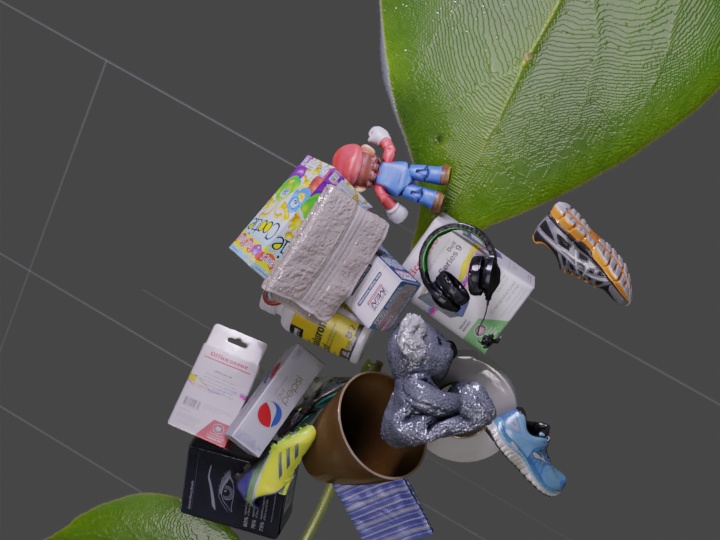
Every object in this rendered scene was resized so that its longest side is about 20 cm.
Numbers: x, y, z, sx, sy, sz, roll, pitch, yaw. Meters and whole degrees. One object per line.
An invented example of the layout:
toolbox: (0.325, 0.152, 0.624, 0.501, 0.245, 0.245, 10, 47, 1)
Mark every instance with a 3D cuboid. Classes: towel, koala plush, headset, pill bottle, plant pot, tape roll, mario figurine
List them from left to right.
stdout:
pill bottle: (-0.070, 0.072, 1.308, 0.199, 0.111, 0.112, 25, 107, 6)
towel: (-0.053, -0.020, 1.162, 0.132, 0.034, 0.201, 32, 90, -33)
plant pot: (-0.014, 0.300, 1.321, 0.187, 0.186, 0.200, 50, 134, -2)
towel: (0.035, 0.436, 1.417, 0.144, 0.024, 0.201, -26, 96, 17)
mario figurine: (0.050, -0.160, 1.254, 0.199, 0.124, 0.106, 17, 147, 7)
koala plush: (0.100, 0.170, 1.218, 0.183, 0.177, 0.201, -16, 84, -3)
tape roll: (0.180, 0.241, 1.332, 0.201, 0.037, 0.204, 3, 104, 12)
headset: (0.163, 0.023, 1.164, 0.123, 0.094, 0.201, -25, 85, 18)

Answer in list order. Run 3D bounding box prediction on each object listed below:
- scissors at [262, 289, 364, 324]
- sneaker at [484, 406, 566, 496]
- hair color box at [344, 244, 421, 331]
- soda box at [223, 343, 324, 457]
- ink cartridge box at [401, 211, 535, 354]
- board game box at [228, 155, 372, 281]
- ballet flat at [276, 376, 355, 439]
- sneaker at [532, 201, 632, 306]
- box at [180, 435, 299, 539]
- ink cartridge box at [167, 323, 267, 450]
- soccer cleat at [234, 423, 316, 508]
scissors: (-0.074, 0.038, 1.244, 0.199, 0.014, 0.074, 11, 69, 18)
sneaker: (0.303, 0.310, 1.284, 0.090, 0.078, 0.200, -42, 115, 3)
hair color box: (0.000, 0.000, 1.249, 0.200, 0.060, 0.100, 47, 111, 36)
soda box: (-0.153, 0.227, 1.326, 0.064, 0.068, 0.200, 41, 69, -12)
ink cartridge box: (0.170, 0.018, 1.256, 0.200, 0.087, 0.146, 36, 108, 4)
board game box: (-0.097, -0.069, 1.203, 0.200, 0.105, 0.103, -51, 124, -5)
ballet flat: (-0.088, 0.237, 1.378, 0.200, 0.072, 0.072, -39, 92, 16)
sneaker: (0.365, -0.018, 1.217, 0.200, 0.078, 0.077, 49, 121, 2)
box: (-0.226, 0.397, 1.422, 0.199, 0.104, 0.149, 14, 105, 9)
ink cartridge box: (-0.255, 0.213, 1.379, 0.116, 0.068, 0.201, 21, 74, 6)
soccer cleat: (-0.136, 0.340, 1.299, 0.200, 0.065, 0.084, -42, 79, 23)
